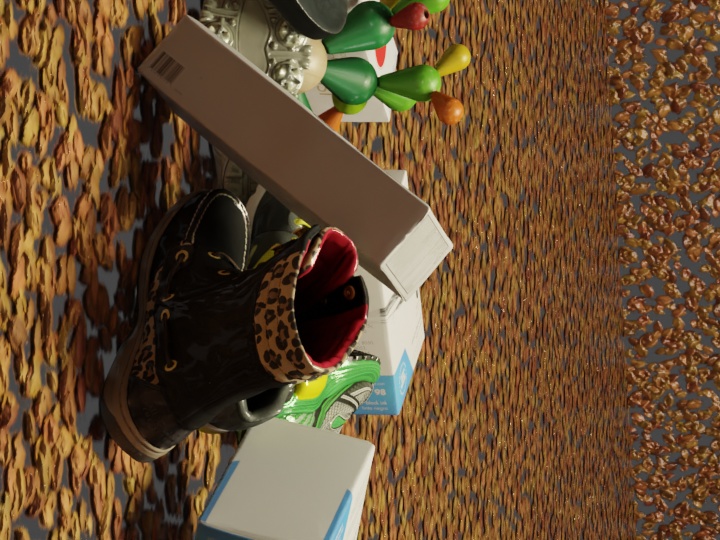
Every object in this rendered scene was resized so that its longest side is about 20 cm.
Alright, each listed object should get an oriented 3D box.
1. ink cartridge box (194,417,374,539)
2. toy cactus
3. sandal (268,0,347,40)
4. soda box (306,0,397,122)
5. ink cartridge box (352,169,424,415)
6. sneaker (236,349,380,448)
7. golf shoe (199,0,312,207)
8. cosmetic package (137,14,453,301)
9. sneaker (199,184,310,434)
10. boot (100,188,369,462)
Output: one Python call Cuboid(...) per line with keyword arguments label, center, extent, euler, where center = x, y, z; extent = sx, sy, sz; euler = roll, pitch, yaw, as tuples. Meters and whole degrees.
Cuboid(label="ink cartridge box", center=(-0.060, 0.215, 1.529), extent=(0.145, 0.085, 0.200), euler=(-62, 163, -63))
Cuboid(label="toy cactus", center=(-0.020, -0.128, 1.709), extent=(0.165, 0.200, 0.102), euler=(16, 42, -44))
Cuboid(label="sandal", center=(-0.062, -0.220, 1.524), extent=(0.200, 0.048, 0.075), euler=(37, 45, -43))
Cuboid(label="soda box", center=(-0.024, -0.185, 1.791), extent=(0.200, 0.068, 0.064), euler=(69, 25, -60))
Cuboid(label="ink cartridge box", center=(0.000, 0.000, 1.909), extent=(0.116, 0.067, 0.200), euler=(-69, 156, -55))
Cuboid(label="sneaker", center=(-0.045, 0.098, 1.735), extent=(0.200, 0.078, 0.085), euler=(-19, 116, -67))
Cuboid(label="golf shoe", center=(-0.076, -0.109, 1.617), extent=(0.097, 0.078, 0.200), euler=(-173, -100, -75))
Cuboid(label="cosmetic package", center=(-0.038, -0.068, 1.469), extent=(0.051, 0.200, 0.083), euler=(-49, 161, -6))
Cuboid(label="sneaker", center=(-0.042, 0.016, 1.533), extent=(0.085, 0.074, 0.200), euler=(11, -103, 61))
Cuboid(label="boot", center=(-0.064, 0.012, 1.426), extent=(0.073, 0.150, 0.200), euler=(48, 39, -26))
